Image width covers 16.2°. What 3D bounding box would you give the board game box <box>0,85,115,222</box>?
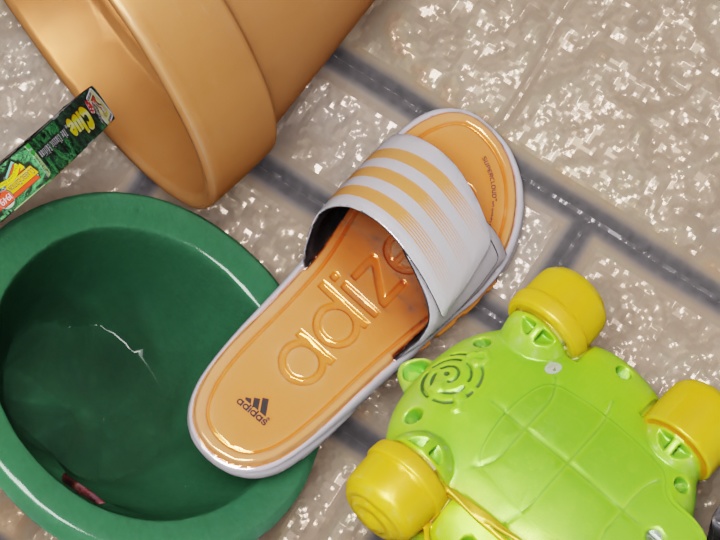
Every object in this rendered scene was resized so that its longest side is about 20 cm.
[{"bbox_3d":[-0.197,-0.003,1.118,0.200,0.105,0.023,-38,101,20],"label":"board game box"}]

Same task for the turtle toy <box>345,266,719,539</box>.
[{"bbox_3d":[0.091,0.107,1.068,0.200,0.101,0.146,40,67,13],"label":"turtle toy"}]

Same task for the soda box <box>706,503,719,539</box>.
[{"bbox_3d":[0.208,0.057,1.028,0.070,0.064,0.200,25,57,15],"label":"soda box"}]

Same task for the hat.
[{"bbox_3d":[-0.133,0.068,1.165,0.200,0.176,0.165,48,58,3],"label":"hat"}]

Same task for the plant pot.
[{"bbox_3d":[-0.074,-0.148,1.114,0.140,0.200,0.200,-37,74,-13],"label":"plant pot"}]

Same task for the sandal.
[{"bbox_3d":[0.006,0.006,1.095,0.079,0.059,0.207,37,66,6],"label":"sandal"}]
